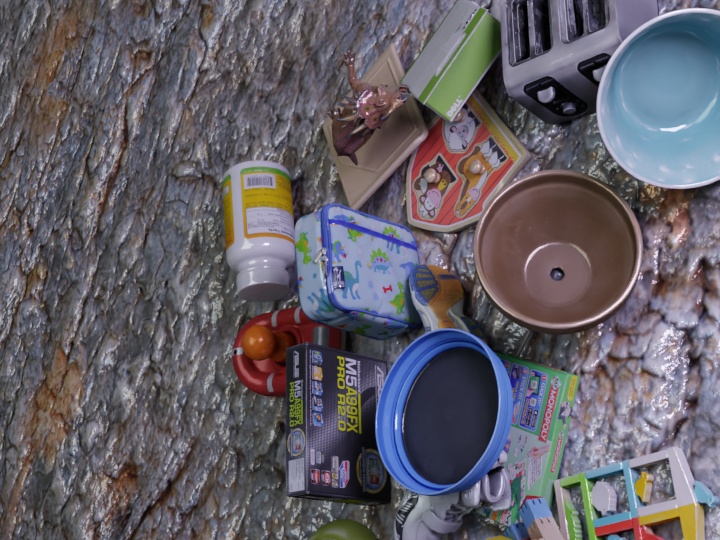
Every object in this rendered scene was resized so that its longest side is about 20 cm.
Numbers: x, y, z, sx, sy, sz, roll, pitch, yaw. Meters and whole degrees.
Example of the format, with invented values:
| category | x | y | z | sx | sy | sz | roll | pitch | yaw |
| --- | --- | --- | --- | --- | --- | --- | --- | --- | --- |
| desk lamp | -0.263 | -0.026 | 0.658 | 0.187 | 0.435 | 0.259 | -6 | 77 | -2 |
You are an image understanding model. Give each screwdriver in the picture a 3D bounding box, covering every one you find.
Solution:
| category | x | y | z | sx | sy | sz | roll | pitch | yaw |
| --- | --- | --- | --- | --- | --- | --- | --- | --- | --- |
| screwdriver | 0.209 | 0.087 | 1.516 | 0.029 | 0.028 | 0.202 | -102 | 36 | -66 |

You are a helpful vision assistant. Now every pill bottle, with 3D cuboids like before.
| category | x | y | z | sx | sy | sz | roll | pitch | yaw |
| --- | --- | --- | --- | --- | --- | --- | --- | --- | --- |
| pill bottle | -0.157 | -0.059 | 1.864 | 0.110 | 0.110 | 0.203 | -24 | 62 | 38 |

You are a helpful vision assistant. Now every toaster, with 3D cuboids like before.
| category | x | y | z | sx | sy | sz | roll | pitch | yaw |
| --- | --- | --- | --- | --- | --- | --- | --- | --- | --- |
| toaster | 0.278 | -0.307 | 1.491 | 0.179 | 0.118 | 0.203 | -16 | 67 | 41 |

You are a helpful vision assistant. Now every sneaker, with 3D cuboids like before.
| category | x | y | z | sx | sy | sz | roll | pitch | yaw |
| --- | --- | --- | --- | --- | --- | --- | --- | --- | --- |
| sneaker | 0.114 | 0.289 | 1.466 | 0.114 | 0.074 | 0.203 | 23 | 96 | 49 |
| sneaker | 0.105 | 0.075 | 1.584 | 0.201 | 0.074 | 0.089 | -109 | 24 | -50 |

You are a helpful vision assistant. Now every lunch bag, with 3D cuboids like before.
| category | x | y | z | sx | sy | sz | roll | pitch | yaw |
| --- | --- | --- | --- | --- | --- | --- | --- | --- | --- |
| lunch bag | 0.000 | 0.000 | 1.621 | 0.082 | 0.199 | 0.163 | -22 | 62 | 38 |

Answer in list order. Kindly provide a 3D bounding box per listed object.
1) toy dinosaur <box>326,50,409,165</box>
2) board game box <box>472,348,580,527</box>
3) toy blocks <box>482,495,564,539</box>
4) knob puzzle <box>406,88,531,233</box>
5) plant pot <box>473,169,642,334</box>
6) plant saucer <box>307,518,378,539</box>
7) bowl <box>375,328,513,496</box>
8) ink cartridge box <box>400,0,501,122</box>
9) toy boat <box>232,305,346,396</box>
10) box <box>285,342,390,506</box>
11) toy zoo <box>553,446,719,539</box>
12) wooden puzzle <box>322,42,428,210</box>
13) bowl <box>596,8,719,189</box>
| category | x | y | z | sx | sy | sz | roll | pitch | yaw |
| --- | --- | --- | --- | --- | --- | --- | --- | --- | --- |
| toy dinosaur | -0.004 | -0.208 | 1.666 | 0.137 | 0.085 | 0.201 | -86 | 16 | -45 |
| board game box | 0.191 | 0.211 | 1.476 | 0.134 | 0.029 | 0.203 | 16 | 94 | 46 |
| toy blocks | 0.188 | 0.358 | 1.388 | 0.201 | 0.099 | 0.138 | 112 | 145 | -42 |
| knob puzzle | 0.125 | -0.141 | 1.661 | 0.218 | 0.030 | 0.223 | -16 | 67 | 42 |
| plant pot | 0.237 | -0.012 | 1.435 | 0.198 | 0.093 | 0.204 | -3 | 69 | 9 |
| plant saucer | -0.037 | 0.446 | 1.648 | 0.198 | 0.031 | 0.203 | -17 | 66 | 42 |
| bowl | 0.102 | 0.173 | 1.445 | 0.199 | 0.039 | 0.204 | -21 | 60 | 40 |
| ink cartridge box | 0.134 | -0.274 | 1.581 | 0.149 | 0.075 | 0.200 | -54 | 15 | 11 |
| toy boat | -0.123 | 0.114 | 1.762 | 0.198 | 0.130 | 0.133 | -13 | 69 | 42 |
| box | -0.030 | 0.211 | 1.619 | 0.044 | 0.159 | 0.203 | -18 | 65 | 42 |
| toy zoo | 0.312 | 0.281 | 1.348 | 0.199 | 0.020 | 0.133 | -24 | 61 | 39 |
| wooden puzzle | 0.023 | -0.209 | 1.777 | 0.185 | 0.037 | 0.202 | -45 | 46 | 35 |
| bowl | 0.357 | -0.205 | 1.348 | 0.202 | 0.199 | 0.105 | -53 | 14 | 19 |
